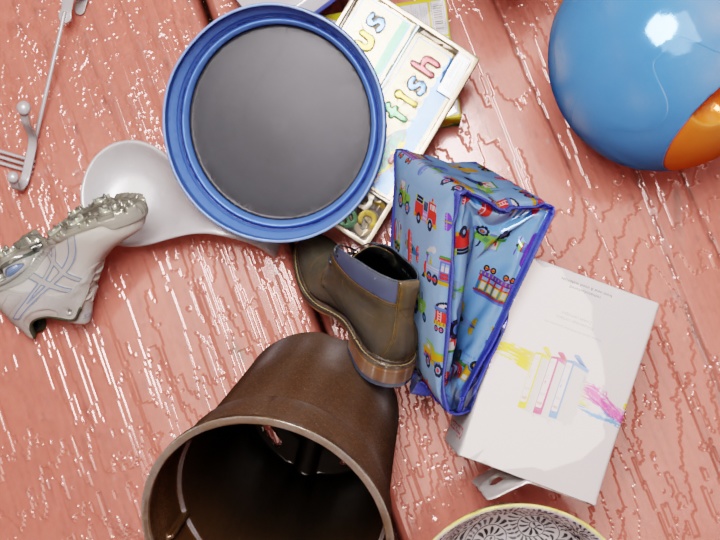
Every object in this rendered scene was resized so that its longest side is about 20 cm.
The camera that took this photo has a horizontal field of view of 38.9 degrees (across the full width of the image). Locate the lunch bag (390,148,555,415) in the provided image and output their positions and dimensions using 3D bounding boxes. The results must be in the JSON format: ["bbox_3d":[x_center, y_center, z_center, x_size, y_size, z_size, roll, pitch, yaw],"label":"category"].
[{"bbox_3d":[0.071,0.015,0.873,0.092,0.151,0.204,7,106,-20],"label":"lunch bag"}]

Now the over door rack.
[{"bbox_3d":[-0.367,-0.195,0.978,0.145,0.067,0.204,16,87,4],"label":"over door rack"}]

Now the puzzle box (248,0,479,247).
[{"bbox_3d":[0.003,-0.141,0.928,0.132,0.025,0.202,31,92,2],"label":"puzzle box"}]

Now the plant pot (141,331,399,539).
[{"bbox_3d":[-0.053,0.160,0.846,0.196,0.199,0.204,4,113,10],"label":"plant pot"}]

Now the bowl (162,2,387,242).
[{"bbox_3d":[-0.073,-0.128,0.889,0.196,0.039,0.205,1,101,6],"label":"bowl"}]

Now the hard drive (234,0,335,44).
[{"bbox_3d":[-0.029,-0.300,0.950,0.199,0.025,0.132,-37,44,0],"label":"hard drive"}]

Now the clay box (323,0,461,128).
[{"bbox_3d":[-0.009,-0.183,0.966,0.196,0.048,0.117,-8,88,4],"label":"clay box"}]

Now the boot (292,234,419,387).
[{"bbox_3d":[0.000,0.000,0.887,0.073,0.200,0.098,-9,129,-28],"label":"boot"}]

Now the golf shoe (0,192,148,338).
[{"bbox_3d":[-0.261,-0.004,0.944,0.197,0.078,0.098,-23,106,27],"label":"golf shoe"}]

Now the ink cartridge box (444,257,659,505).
[{"bbox_3d":[0.159,0.105,0.894,0.123,0.129,0.204,19,88,1],"label":"ink cartridge box"}]

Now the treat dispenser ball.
[{"bbox_3d":[0.260,-0.187,0.874,0.196,0.201,0.205,0,86,3],"label":"treat dispenser ball"}]

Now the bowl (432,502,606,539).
[{"bbox_3d":[0.134,0.280,0.890,0.196,0.094,0.205,1,102,3],"label":"bowl"}]

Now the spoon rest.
[{"bbox_3d":[-0.171,-0.060,0.960,0.196,0.061,0.101,15,89,3],"label":"spoon rest"}]
